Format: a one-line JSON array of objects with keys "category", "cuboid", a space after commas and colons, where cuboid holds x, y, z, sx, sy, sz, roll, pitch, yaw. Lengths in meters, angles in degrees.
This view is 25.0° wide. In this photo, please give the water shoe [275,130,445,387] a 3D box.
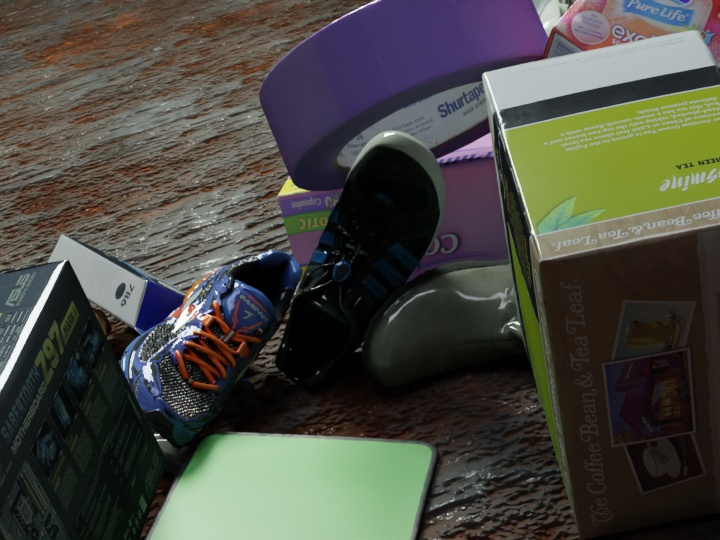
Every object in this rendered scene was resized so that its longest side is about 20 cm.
[{"category": "water shoe", "cuboid": [0.000, 0.000, 1.097, 0.071, 0.201, 0.079, 26, 38, 6]}]

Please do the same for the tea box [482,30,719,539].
[{"category": "tea box", "cuboid": [0.156, 0.006, 0.915, 0.133, 0.201, 0.197, -11, 37, 3]}]

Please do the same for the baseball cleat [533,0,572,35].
[{"category": "baseball cleat", "cuboid": [0.184, -0.283, 1.767, 0.106, 0.070, 0.200, -8, 23, 11]}]

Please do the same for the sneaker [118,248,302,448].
[{"category": "sneaker", "cuboid": [-0.097, 0.042, 1.088, 0.078, 0.075, 0.200, -38, 14, 33]}]

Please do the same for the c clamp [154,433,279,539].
[{"category": "c clamp", "cuboid": [-0.141, 0.154, 0.994, 0.170, 0.027, 0.200, -25, 26, -26]}]

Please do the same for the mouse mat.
[{"category": "mouse mat", "cuboid": [-0.044, 0.149, 0.952, 0.160, 0.008, 0.200, 2, 24, 10]}]

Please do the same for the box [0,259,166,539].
[{"category": "box", "cuboid": [-0.177, 0.114, 0.893, 0.051, 0.158, 0.200, -11, 33, 16]}]

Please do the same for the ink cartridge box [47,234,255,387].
[{"category": "ink cartridge box", "cuboid": [-0.153, 0.027, 1.207, 0.200, 0.099, 0.039, 26, 89, 54]}]

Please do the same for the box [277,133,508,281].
[{"category": "box", "cuboid": [0.045, -0.068, 1.308, 0.175, 0.097, 0.200, -8, 24, 14]}]

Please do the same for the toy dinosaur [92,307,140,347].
[{"category": "toy dinosaur", "cuboid": [-0.187, 0.081, 1.169, 0.199, 0.061, 0.107, -6, 47, 30]}]

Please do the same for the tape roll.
[{"category": "tape roll", "cuboid": [0.034, -0.126, 1.112, 0.199, 0.066, 0.200, -21, -10, -4]}]

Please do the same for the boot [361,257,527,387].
[{"category": "boot", "cuboid": [0.110, 0.040, 1.083, 0.199, 0.068, 0.131, -23, 31, -19]}]

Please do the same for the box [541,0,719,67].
[{"category": "box", "cuboid": [0.175, -0.109, 1.082, 0.102, 0.200, 0.095, 36, 67, 13]}]
